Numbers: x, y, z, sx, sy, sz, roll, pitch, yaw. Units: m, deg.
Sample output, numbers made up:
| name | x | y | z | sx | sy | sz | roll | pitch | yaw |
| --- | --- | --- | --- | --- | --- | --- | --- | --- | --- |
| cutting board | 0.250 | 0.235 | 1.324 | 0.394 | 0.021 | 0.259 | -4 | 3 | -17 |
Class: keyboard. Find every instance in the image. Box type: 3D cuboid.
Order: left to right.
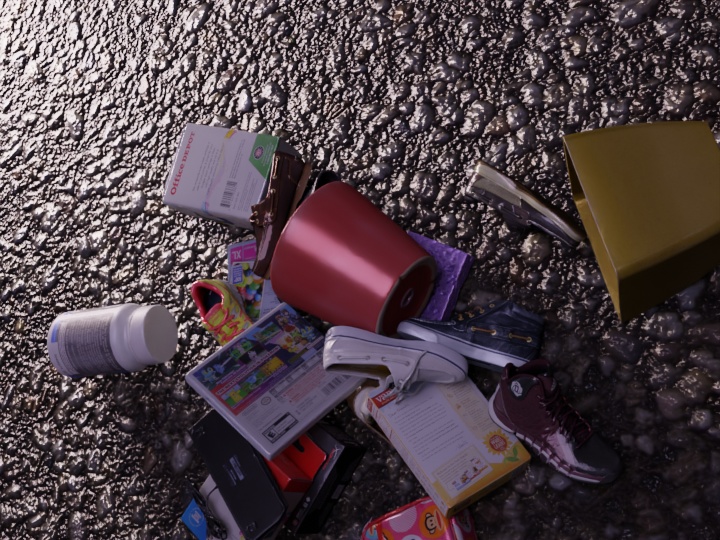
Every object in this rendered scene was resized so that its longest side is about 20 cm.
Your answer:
| name | x | y | z | sx | sy | sz | roll | pitch | yaw |
| --- | --- | --- | --- | --- | --- | --- | --- | --- | --- |
| keyboard | -0.186 | 0.292 | 1.382 | 0.127 | 0.021 | 0.201 | -40 | 59 | 7 |

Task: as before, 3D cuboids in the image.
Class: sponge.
| name | x | y | z | sx | sy | sz | roll | pitch | yaw |
| --- | --- | --- | --- | --- | --- | --- | --- | --- | --- |
| sponge | 0.081 | 0.052 | 1.470 | 0.111 | 0.030 | 0.202 | 21 | 87 | 31 |

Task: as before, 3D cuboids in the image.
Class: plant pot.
| name | x | y | z | sx | sy | sz | roll | pitch | yaw |
| --- | --- | --- | --- | --- | --- | --- | --- | --- | --- |
| plant pot | 0.000 | 0.000 | 1.412 | 0.176 | 0.200 | 0.202 | 31 | 91 | 25 |
| plant pot | 0.379 | -0.078 | 1.269 | 0.175 | 0.200 | 0.202 | -20 | 67 | 8 |

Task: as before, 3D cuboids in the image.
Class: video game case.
| name | x | y | z | sx | sy | sz | roll | pitch | yaw |
| --- | --- | --- | --- | --- | --- | --- | --- | --- | --- |
| video game case | -0.120 | 0.155 | 1.437 | 0.182 | 0.023 | 0.199 | 38 | 56 | 24 |

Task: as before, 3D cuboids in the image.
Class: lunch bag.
| name | x | y | z | sx | sy | sz | roll | pitch | yaw |
| --- | --- | --- | --- | --- | --- | --- | --- | --- | --- |
| lunch bag | 0.083 | 0.420 | 1.341 | 0.175 | 0.082 | 0.202 | -28 | 63 | 22 |

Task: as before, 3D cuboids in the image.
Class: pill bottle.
| name | x | y | z | sx | sy | sz | roll | pitch | yaw |
| --- | --- | --- | --- | --- | --- | --- | --- | --- | --- |
| pill bottle | -0.412 | 0.116 | 1.659 | 0.198 | 0.114 | 0.115 | -8 | 72 | 26 |

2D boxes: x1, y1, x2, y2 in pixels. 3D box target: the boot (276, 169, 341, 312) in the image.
| name | x | y | z | sx | sy | sz | roll | pitch | yaw |
| --- | --- | --- | --- | --- | --- | --- | --- | --- | --- |
| boot | -0.081 | -0.046 | 1.511 | 0.069 | 0.132 | 0.202 | 10 | 74 | -12 |

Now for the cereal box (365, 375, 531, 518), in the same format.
| name | x | y | z | sx | sy | sz | roll | pitch | yaw |
| --- | --- | --- | --- | --- | --- | --- | --- | --- | --- |
| cereal box | 0.117 | 0.219 | 1.357 | 0.143 | 0.040 | 0.201 | -25 | 58 | -22 |

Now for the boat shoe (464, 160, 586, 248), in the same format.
| name | x | y | z | sx | sy | sz | roll | pitch | yaw |
| --- | --- | --- | --- | --- | --- | --- | --- | --- | --- |
| boat shoe | 0.232 | -0.083 | 1.413 | 0.200 | 0.073 | 0.065 | 41 | 107 | 33 |

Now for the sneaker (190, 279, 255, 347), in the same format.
| name | x | y | z | sx | sy | sz | roll | pitch | yaw |
| --- | --- | --- | --- | --- | --- | --- | --- | --- | --- |
| sneaker | -0.202 | 0.089 | 1.528 | 0.078 | 0.090 | 0.200 | -46 | 62 | 8 |

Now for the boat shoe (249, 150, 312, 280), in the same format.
| name | x | y | z | sx | sy | sz | roll | pitch | yaw |
| --- | --- | --- | --- | --- | --- | --- | --- | --- | --- |
| boat shoe | -0.138 | -0.088 | 1.546 | 0.070 | 0.070 | 0.202 | 21 | 74 | -14 |

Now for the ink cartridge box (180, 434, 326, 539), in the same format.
| name | x | y | z | sx | sy | sz | roll | pitch | yaw |
| --- | --- | --- | --- | --- | --- | --- | --- | --- | --- |
| ink cartridge box | -0.151 | 0.309 | 1.410 | 0.116 | 0.067 | 0.201 | 36 | 96 | 30 |

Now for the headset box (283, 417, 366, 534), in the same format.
| name | x | y | z | sx | sy | sz | roll | pitch | yaw |
| --- | --- | --- | --- | --- | --- | --- | --- | --- | --- |
| headset box | -0.113 | 0.273 | 1.481 | 0.199 | 0.075 | 0.150 | 33 | 93 | 30 |

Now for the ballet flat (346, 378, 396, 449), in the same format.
| name | x | y | z | sx | sy | sz | roll | pitch | yaw |
| --- | --- | --- | --- | --- | --- | --- | --- | --- | --- |
| ballet flat | 0.042 | 0.217 | 1.419 | 0.200 | 0.072 | 0.068 | 40 | 99 | 30 |

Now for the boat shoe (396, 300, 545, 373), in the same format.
| name | x | y | z | sx | sy | sz | roll | pitch | yaw |
| --- | --- | --- | --- | --- | --- | --- | --- | --- | --- |
| boat shoe | 0.155 | 0.080 | 1.383 | 0.198 | 0.071 | 0.092 | 17 | 76 | 5 |

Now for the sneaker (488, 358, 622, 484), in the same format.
| name | x | y | z | sx | sy | sz | roll | pitch | yaw |
| --- | --- | --- | --- | --- | --- | --- | --- | --- | --- |
| sneaker | 0.255 | 0.186 | 1.285 | 0.199 | 0.075 | 0.117 | 29 | 132 | 28 |

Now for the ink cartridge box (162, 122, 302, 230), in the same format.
| name | x | y | z | sx | sy | sz | roll | pitch | yaw |
| --- | --- | --- | --- | --- | --- | --- | --- | --- | --- |
| ink cartridge box | -0.215 | -0.154 | 1.649 | 0.198 | 0.087 | 0.147 | 12 | 81 | 28 |

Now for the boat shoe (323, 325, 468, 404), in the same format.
| name | x | y | z | sx | sy | sz | roll | pitch | yaw |
| --- | --- | --- | --- | --- | --- | --- | --- | --- | --- |
| boat shoe | 0.045 | 0.138 | 1.335 | 0.200 | 0.075 | 0.087 | 14 | 55 | -6 |

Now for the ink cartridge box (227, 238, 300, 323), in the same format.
| name | x | y | z | sx | sy | sz | roll | pitch | yaw |
| --- | --- | --- | --- | --- | --- | --- | --- | --- | --- |
| ink cartridge box | -0.155 | 0.047 | 1.590 | 0.118 | 0.042 | 0.202 | -12 | 72 | 25 |
